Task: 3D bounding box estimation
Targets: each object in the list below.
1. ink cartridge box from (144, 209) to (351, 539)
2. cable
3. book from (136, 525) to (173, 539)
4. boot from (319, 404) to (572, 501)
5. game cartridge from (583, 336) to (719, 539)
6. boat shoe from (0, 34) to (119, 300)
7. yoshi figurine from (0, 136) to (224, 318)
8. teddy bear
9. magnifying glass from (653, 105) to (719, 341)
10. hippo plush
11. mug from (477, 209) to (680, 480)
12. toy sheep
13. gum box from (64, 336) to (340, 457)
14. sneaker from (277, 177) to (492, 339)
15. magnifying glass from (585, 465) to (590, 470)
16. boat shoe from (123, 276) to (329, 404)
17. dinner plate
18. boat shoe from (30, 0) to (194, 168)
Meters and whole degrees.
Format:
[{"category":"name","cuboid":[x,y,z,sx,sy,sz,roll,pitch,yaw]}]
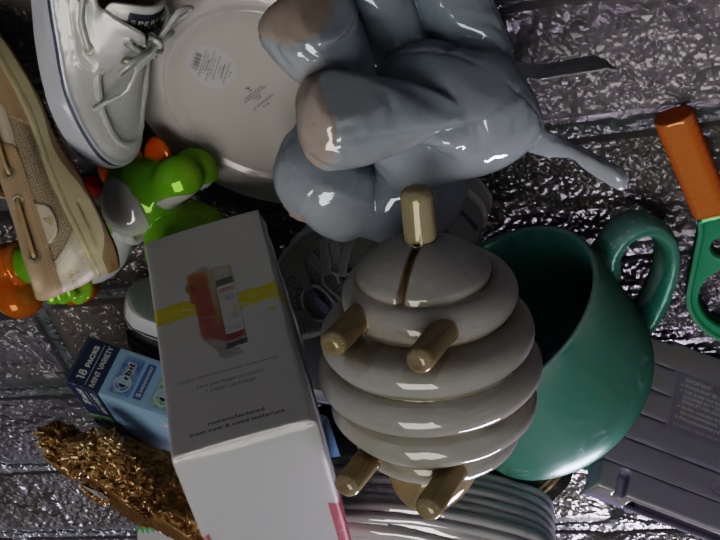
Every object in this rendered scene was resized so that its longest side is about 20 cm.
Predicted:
[{"category":"ink cartridge box","cuboid":[-0.070,0.082,0.765,0.083,0.200,0.145,-16,129,-2]},{"category":"cable","cuboid":[0.039,0.185,0.860,0.200,0.069,0.200,-10,147,34]},{"category":"book","cuboid":[-0.103,0.223,1.110,0.200,0.048,0.134,12,129,8]},{"category":"boot","cuboid":[0.054,0.138,0.959,0.200,0.078,0.138,-26,115,38]},{"category":"game cartridge","cuboid":[0.263,0.130,0.860,0.200,0.130,0.038,21,147,-3]},{"category":"boat shoe","cuboid":[-0.225,-0.076,0.789,0.064,0.200,0.071,-27,164,-13]},{"category":"yoshi figurine","cuboid":[-0.166,-0.012,0.867,0.200,0.113,0.112,-26,133,36]},{"category":"teddy bear","cuboid":[-0.167,0.158,0.952,0.145,0.067,0.200,44,156,-27]},{"category":"magnifying glass","cuboid":[0.236,-0.023,0.803,0.079,0.022,0.200,-14,125,27]},{"category":"hippo plush","cuboid":[0.028,-0.093,0.732,0.200,0.160,0.161,6,154,-12]},{"category":"mug","cuboid":[0.130,0.058,0.814,0.185,0.152,0.114,-19,129,33]},{"category":"toy sheep","cuboid":[0.037,0.049,0.681,0.138,0.138,0.200,6,119,11]},{"category":"gum box","cuboid":[-0.113,0.133,0.970,0.200,0.045,0.170,16,155,15]},{"category":"sneaker","cuboid":[0.000,0.000,0.848,0.075,0.082,0.200,40,130,-20]},{"category":"magnifying glass","cuboid":[0.149,0.107,0.907,0.200,0.080,0.022,18,138,15]},{"category":"boat shoe","cuboid":[-0.088,0.067,0.941,0.200,0.072,0.068,16,133,6]},{"category":"dinner plate","cuboid":[-0.062,-0.117,0.802,0.200,0.024,0.200,8,132,9]},{"category":"boat shoe","cuboid":[-0.144,-0.152,0.748,0.086,0.075,0.202,9,121,23]}]
